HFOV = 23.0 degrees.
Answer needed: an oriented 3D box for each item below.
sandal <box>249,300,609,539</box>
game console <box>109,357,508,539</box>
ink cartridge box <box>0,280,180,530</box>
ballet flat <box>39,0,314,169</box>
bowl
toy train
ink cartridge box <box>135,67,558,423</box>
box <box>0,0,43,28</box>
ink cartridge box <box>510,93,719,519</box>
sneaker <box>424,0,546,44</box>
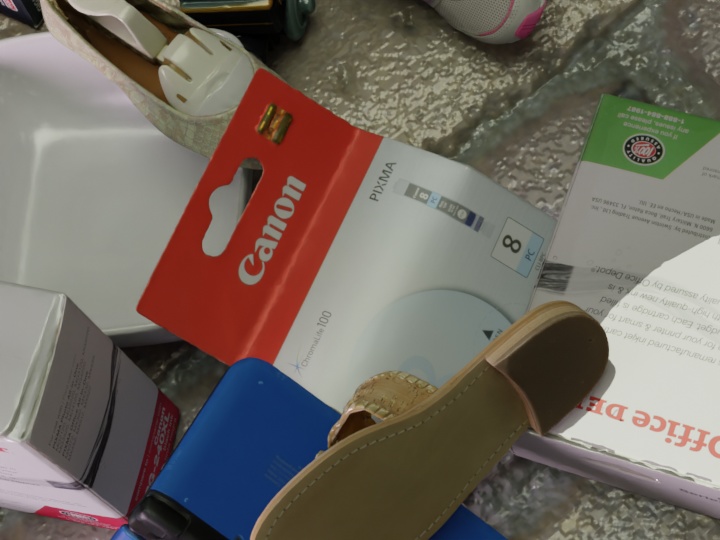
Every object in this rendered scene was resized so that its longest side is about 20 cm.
[{"bbox_3d":[0.026,0.081,0.907,0.211,0.078,0.070,-35,30,-10],"label":"sandal"},{"bbox_3d":[-0.040,0.179,0.931,0.200,0.118,0.171,37,51,-6],"label":"game console"},{"bbox_3d":[-0.200,0.070,0.961,0.144,0.200,0.084,10,70,15],"label":"ink cartridge box"},{"bbox_3d":[-0.116,-0.122,1.018,0.199,0.062,0.068,31,77,21],"label":"ballet flat"},{"bbox_3d":[-0.156,-0.042,1.068,0.199,0.075,0.201,-1,67,11],"label":"bowl"},{"bbox_3d":[-0.069,-0.228,1.104,0.085,0.114,0.201,2,68,12],"label":"toy train"},{"bbox_3d":[0.000,0.000,0.977,0.199,0.047,0.161,30,74,-16],"label":"ink cartridge box"},{"bbox_3d":[-0.286,-0.247,1.111,0.158,0.200,0.046,24,72,19],"label":"box"},{"bbox_3d":[0.172,0.022,0.965,0.145,0.084,0.201,16,74,18],"label":"ink cartridge box"},{"bbox_3d":[0.027,-0.207,1.070,0.200,0.088,0.082,45,127,20],"label":"sneaker"}]
